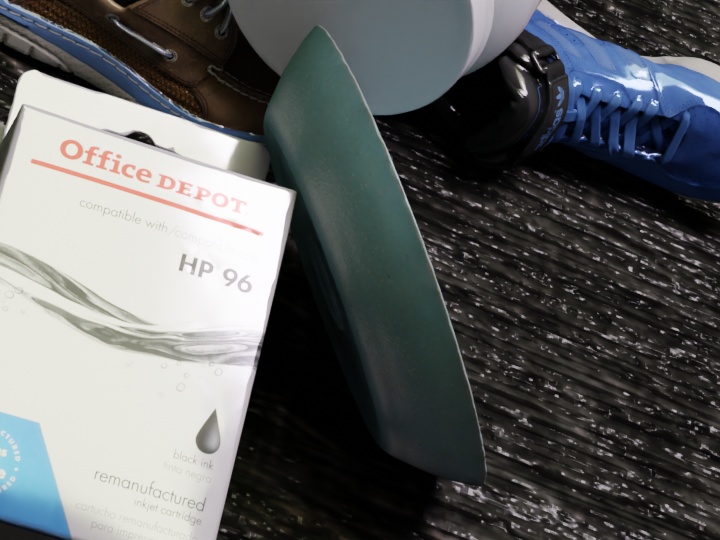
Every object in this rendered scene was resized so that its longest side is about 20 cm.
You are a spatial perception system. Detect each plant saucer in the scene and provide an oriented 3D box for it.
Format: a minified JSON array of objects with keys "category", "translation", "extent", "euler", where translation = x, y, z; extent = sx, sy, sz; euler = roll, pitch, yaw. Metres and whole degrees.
[{"category":"plant saucer","translation":[0.000,0.000,0.993],"extent":[0.036,0.200,0.200],"euler":[-20,53,-5]}]

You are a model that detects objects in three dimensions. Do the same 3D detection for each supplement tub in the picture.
[{"category":"supplement tub","translation":[0.033,-0.177,1.123],"extent":[0.145,0.145,0.200],"euler":[31,45,4]}]

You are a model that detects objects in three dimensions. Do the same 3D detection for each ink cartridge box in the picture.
[{"category":"ink cartridge box","translation":[-0.097,0.015,0.931],"extent":[0.116,0.068,0.201],"euler":[17,67,-13]}]

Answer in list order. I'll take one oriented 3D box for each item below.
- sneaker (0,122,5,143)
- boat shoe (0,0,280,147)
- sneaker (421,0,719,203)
[{"category":"sneaker","translation":[-0.144,-0.030,1.025],"extent":[0.200,0.075,0.089],"euler":[30,27,-7]},{"category":"boat shoe","translation":[-0.089,-0.116,1.131],"extent":[0.199,0.072,0.072],"euler":[20,40,-10]},{"category":"sneaker","translation":[0.109,-0.076,1.195],"extent":[0.200,0.077,0.111],"euler":[31,34,10]}]
